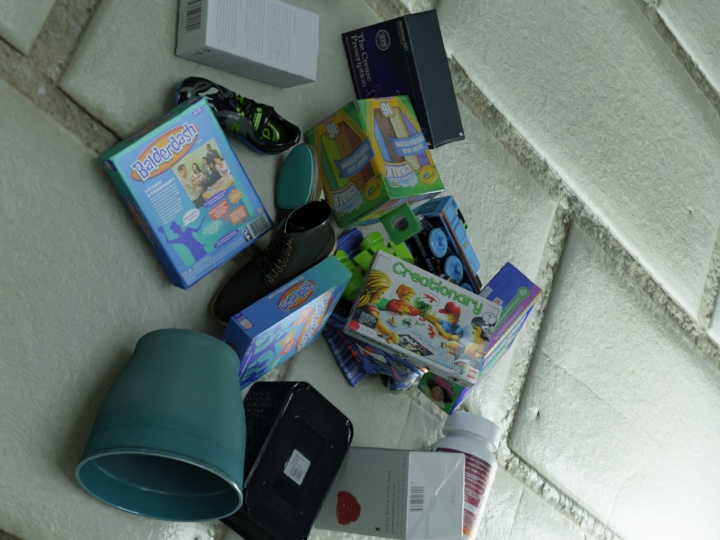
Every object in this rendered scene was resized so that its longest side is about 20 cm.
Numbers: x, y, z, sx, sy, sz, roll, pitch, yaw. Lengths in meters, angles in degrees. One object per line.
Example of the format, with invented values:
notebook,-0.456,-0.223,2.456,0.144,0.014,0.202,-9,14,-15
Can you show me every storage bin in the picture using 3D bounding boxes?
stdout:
storage bin,-0.112,0.262,1.655,0.135,0.094,0.200,45,56,-33

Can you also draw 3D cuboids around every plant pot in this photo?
plant pot,-0.229,0.181,1.489,0.200,0.200,0.188,36,47,-37

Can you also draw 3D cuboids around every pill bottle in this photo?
pill bottle,0.150,0.329,1.897,0.110,0.109,0.200,39,61,-35

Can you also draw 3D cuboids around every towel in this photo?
towel,-0.009,0.053,1.825,0.145,0.024,0.200,-41,115,-38

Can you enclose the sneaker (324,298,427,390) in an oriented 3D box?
sneaker,0.009,0.112,1.769,0.200,0.075,0.078,34,103,-15

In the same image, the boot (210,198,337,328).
boot,-0.119,-0.015,1.609,0.200,0.138,0.077,-41,75,-15

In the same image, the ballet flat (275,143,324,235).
ballet flat,-0.082,-0.078,1.738,0.072,0.068,0.200,18,75,-56

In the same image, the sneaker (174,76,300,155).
sneaker,-0.163,-0.214,1.652,0.199,0.083,0.071,22,72,-38

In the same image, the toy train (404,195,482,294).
toy train,0.135,-0.017,1.932,0.200,0.087,0.114,61,42,-25

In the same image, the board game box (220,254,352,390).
board game box,-0.112,0.078,1.636,0.045,0.152,0.200,43,47,14

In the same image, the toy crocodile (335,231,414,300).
toy crocodile,0.000,0.000,1.787,0.200,0.062,0.068,-27,68,-38

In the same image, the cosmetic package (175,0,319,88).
cosmetic package,-0.153,-0.326,1.681,0.200,0.071,0.102,11,79,-44

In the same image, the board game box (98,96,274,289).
board game box,-0.221,-0.101,1.573,0.152,0.045,0.200,-36,114,-22

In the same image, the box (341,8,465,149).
box,0.064,-0.279,1.844,0.079,0.141,0.200,-22,101,-44

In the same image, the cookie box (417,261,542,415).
cookie box,0.181,0.108,1.872,0.075,0.200,0.171,38,61,13

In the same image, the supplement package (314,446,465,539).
supplement package,0.033,0.312,1.717,0.120,0.200,0.122,9,79,-44

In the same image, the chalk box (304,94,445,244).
chalk box,0.027,-0.137,1.773,0.124,0.124,0.200,-11,77,-45

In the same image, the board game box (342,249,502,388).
board game box,0.089,0.069,1.722,0.200,0.035,0.126,24,69,-7

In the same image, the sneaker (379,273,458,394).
sneaker,0.089,0.097,1.867,0.200,0.077,0.080,-62,160,-2
